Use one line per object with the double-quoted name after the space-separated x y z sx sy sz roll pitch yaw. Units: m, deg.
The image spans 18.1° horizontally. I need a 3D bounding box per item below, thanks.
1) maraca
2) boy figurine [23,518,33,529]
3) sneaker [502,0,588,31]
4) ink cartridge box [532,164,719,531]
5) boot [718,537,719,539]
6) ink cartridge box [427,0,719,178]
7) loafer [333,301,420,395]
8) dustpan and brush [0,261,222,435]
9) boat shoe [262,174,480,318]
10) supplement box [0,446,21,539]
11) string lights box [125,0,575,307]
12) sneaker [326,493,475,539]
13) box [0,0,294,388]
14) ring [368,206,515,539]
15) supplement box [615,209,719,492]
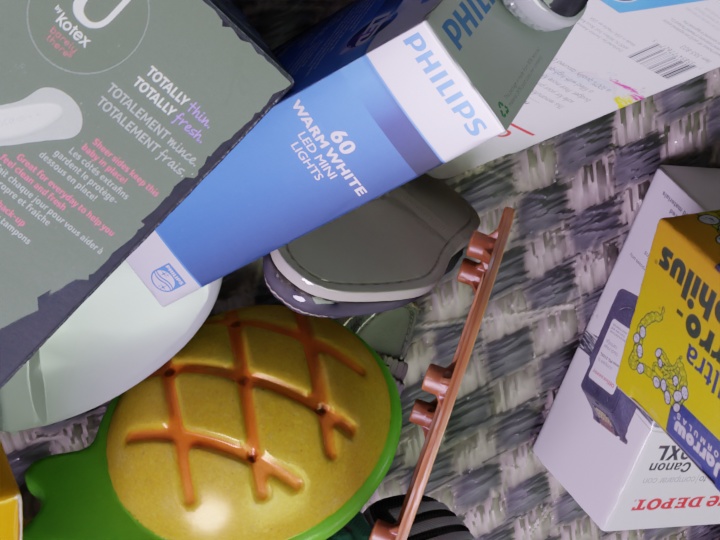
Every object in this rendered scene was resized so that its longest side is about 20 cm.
-0.071 0.092 1.094 0.200 0.137 0.107 -36 148 -22 "maraca"
-0.176 0.162 1.109 0.200 0.124 0.065 -37 119 -47 "boy figurine"
0.109 -0.196 0.889 0.075 0.113 0.201 19 76 -42 "sneaker"
0.206 0.047 1.299 0.144 0.084 0.201 1 123 -35 "ink cartridge box"
0.240 0.211 1.465 0.199 0.077 0.156 -11 132 -32 "boot"
0.079 -0.118 1.044 0.199 0.068 0.115 -22 149 35 "ink cartridge box"
-0.022 0.095 1.193 0.072 0.063 0.201 17 114 -42 "loafer"
-0.089 -0.012 1.071 0.199 0.057 0.140 -12 119 -19 "dustpan and brush"
0.000 0.000 1.075 0.063 0.073 0.200 -54 170 22 "boat shoe"
-0.257 0.119 0.982 0.199 0.109 0.110 -9 130 -20 "supplement box"
-0.013 -0.066 0.960 0.199 0.103 0.059 -26 109 37 "string lights box"
-0.031 0.177 1.159 0.199 0.074 0.088 -5 129 -33 "sneaker"
-0.146 -0.060 0.923 0.200 0.106 0.122 -45 120 6 "box"
0.036 0.063 1.093 0.019 0.201 0.201 18 121 3 "ring"
0.252 0.031 1.179 0.199 0.109 0.110 -9 127 -29 "supplement box"
